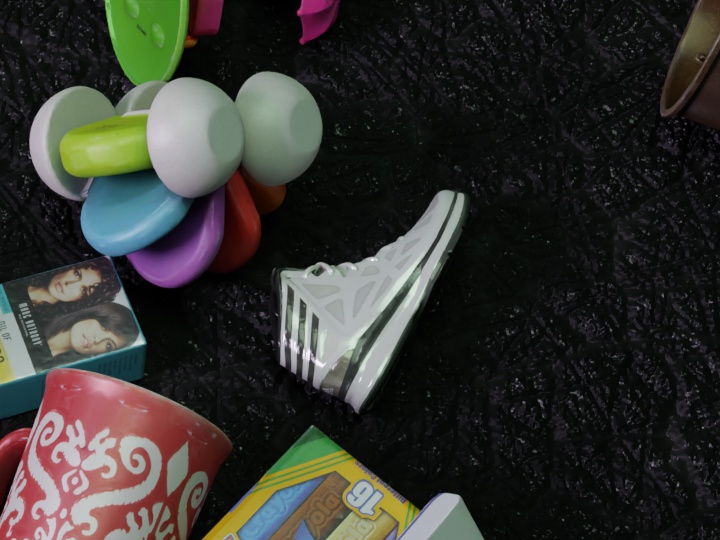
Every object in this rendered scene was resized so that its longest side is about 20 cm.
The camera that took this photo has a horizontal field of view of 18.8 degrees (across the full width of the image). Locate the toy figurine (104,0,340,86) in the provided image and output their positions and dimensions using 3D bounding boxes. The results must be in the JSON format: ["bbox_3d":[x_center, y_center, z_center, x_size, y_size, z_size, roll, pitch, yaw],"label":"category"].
[{"bbox_3d":[-0.103,-0.235,1.740,0.183,0.151,0.200,-6,33,-29],"label":"toy figurine"}]

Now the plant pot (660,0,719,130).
[{"bbox_3d":[0.370,-0.173,1.728,0.197,0.201,0.201,24,56,-2],"label":"plant pot"}]

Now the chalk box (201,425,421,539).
[{"bbox_3d":[-0.054,0.228,1.422,0.124,0.125,0.200,38,57,15],"label":"chalk box"}]

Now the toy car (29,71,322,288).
[{"bbox_3d":[-0.132,-0.064,1.586,0.199,0.174,0.151,-11,99,-52],"label":"toy car"}]

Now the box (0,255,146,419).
[{"bbox_3d":[-0.258,0.058,1.543,0.199,0.049,0.083,-16,61,-19],"label":"box"}]

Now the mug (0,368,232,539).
[{"bbox_3d":[-0.187,0.186,1.431,0.133,0.177,0.201,26,70,-17],"label":"mug"}]

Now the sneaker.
[{"bbox_3d":[0.000,0.000,1.610,0.115,0.076,0.201,27,59,6],"label":"sneaker"}]

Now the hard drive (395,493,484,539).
[{"bbox_3d":[0.061,0.262,1.398,0.025,0.201,0.132,3,40,48],"label":"hard drive"}]
